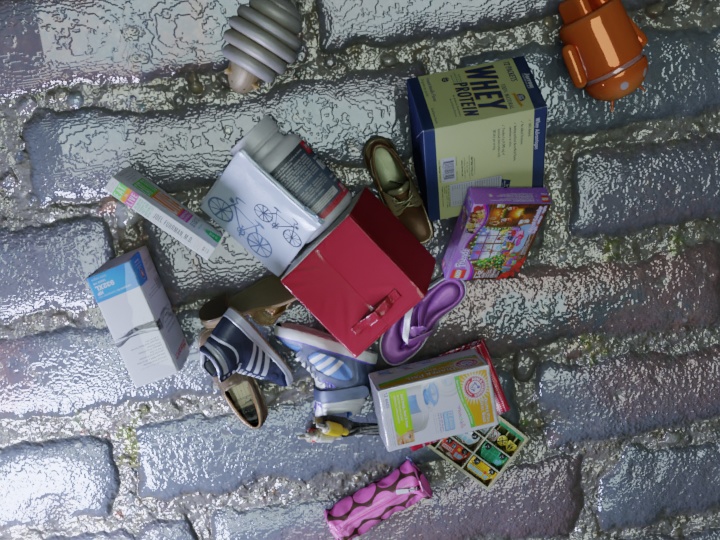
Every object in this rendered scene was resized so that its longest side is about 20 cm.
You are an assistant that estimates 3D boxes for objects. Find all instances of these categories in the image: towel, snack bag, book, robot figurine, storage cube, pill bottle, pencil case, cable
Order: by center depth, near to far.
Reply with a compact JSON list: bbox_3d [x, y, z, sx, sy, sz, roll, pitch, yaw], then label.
[{"bbox_3d":[-0.167,-0.097,1.626,0.188,0.200,0.021,42,51,-3],"label":"snack bag"},{"bbox_3d":[0.000,0.000,1.629,0.180,0.200,0.171,45,111,-8],"label":"storage cube"},{"bbox_3d":[-0.325,-0.092,1.631,0.199,0.134,0.048,35,96,-9],"label":"book"},{"bbox_3d":[0.408,-0.372,1.637,0.115,0.144,0.202,-22,102,31],"label":"robot figurine"},{"bbox_3d":[-0.119,-0.156,1.640,0.119,0.120,0.200,-42,100,4],"label":"pill bottle"},{"bbox_3d":[-0.019,0.292,1.739,0.197,0.097,0.051,15,60,-30],"label":"cable"},{"bbox_3d":[0.154,0.223,1.745,0.197,0.022,0.147,-22,101,0],"label":"towel"},{"bbox_3d":[0.030,0.420,1.763,0.198,0.094,0.091,-33,100,3],"label":"pencil case"}]

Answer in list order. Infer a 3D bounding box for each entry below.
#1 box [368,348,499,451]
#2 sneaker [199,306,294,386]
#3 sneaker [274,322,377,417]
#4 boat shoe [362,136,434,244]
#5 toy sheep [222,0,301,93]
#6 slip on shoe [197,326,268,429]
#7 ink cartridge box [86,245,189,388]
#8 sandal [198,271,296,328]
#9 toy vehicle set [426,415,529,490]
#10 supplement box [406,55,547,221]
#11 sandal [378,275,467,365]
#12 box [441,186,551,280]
[{"bbox_3d":[0.124,0.219,1.674,0.197,0.101,0.114,-12,102,-7],"label":"box"},{"bbox_3d":[-0.199,0.162,1.675,0.109,0.070,0.201,-50,131,-17],"label":"sneaker"},{"bbox_3d":[-0.075,0.187,1.722,0.197,0.081,0.149,18,94,-12],"label":"sneaker"},{"bbox_3d":[0.063,-0.132,1.678,0.075,0.074,0.202,-30,100,2],"label":"boat shoe"},{"bbox_3d":[-0.157,-0.380,1.592,0.136,0.138,0.202,25,97,-7],"label":"toy sheep"},{"bbox_3d":[-0.224,0.190,1.723,0.075,0.061,0.203,-23,101,1],"label":"slip on shoe"},{"bbox_3d":[-0.370,0.076,1.652,0.083,0.145,0.203,-21,101,1],"label":"ink cartridge box"},{"bbox_3d":[-0.174,0.067,1.714,0.208,0.078,0.070,-18,132,7],"label":"sandal"},{"bbox_3d":[0.193,0.293,1.784,0.199,0.027,0.125,37,96,-9],"label":"toy vehicle set"},{"bbox_3d":[0.189,-0.212,1.597,0.196,0.136,0.202,-11,138,-2],"label":"supplement box"},{"bbox_3d":[0.107,0.084,1.731,0.082,0.050,0.203,40,96,-9],"label":"sandal"},{"bbox_3d":[0.225,-0.059,1.647,0.134,0.040,0.201,-1,142,-13],"label":"box"}]
